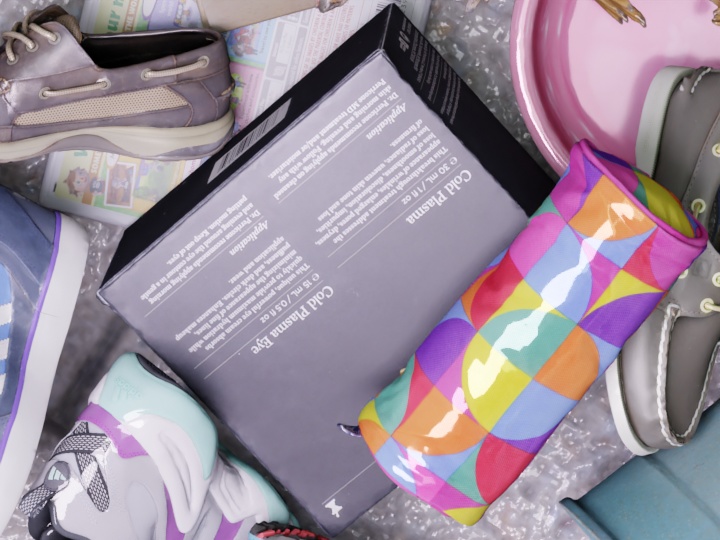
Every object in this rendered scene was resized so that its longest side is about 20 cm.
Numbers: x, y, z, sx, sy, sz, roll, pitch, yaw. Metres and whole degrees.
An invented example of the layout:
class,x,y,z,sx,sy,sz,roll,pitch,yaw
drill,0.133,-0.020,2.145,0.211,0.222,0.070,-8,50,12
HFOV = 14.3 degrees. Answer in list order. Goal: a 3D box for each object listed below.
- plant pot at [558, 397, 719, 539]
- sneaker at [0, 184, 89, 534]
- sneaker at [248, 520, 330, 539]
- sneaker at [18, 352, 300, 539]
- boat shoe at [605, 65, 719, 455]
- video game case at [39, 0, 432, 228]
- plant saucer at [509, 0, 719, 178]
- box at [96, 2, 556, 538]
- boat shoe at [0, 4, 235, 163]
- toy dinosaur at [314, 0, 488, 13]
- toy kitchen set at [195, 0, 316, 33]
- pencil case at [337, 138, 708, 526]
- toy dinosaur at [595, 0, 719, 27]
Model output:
class,x,y,z,sx,sy,sz,roll,pitch,yaw
plant pot,0.241,0.126,1.485,0.196,0.200,0.200,-43,93,0
sneaker,-0.231,0.041,1.451,0.146,0.081,0.200,20,77,-18
sneaker,0.007,0.203,1.530,0.200,0.079,0.096,25,87,-28
sneaker,-0.119,0.139,1.503,0.140,0.200,0.078,-48,52,-9
boat shoe,0.169,-0.006,1.450,0.060,0.072,0.202,2,77,32
video game case,-0.064,-0.110,1.553,0.182,0.022,0.200,14,98,1
plant saucer,0.179,-0.119,1.523,0.200,0.051,0.201,0,96,4
box,0.000,0.000,1.497,0.200,0.104,0.182,-39,102,15
boat shoe,-0.161,-0.102,1.490,0.200,0.075,0.073,-2,115,-22
toy dinosaur,0.064,-0.186,1.441,0.200,0.136,0.086,-12,106,4
toy kitchen set,-0.083,-0.199,1.442,0.200,0.180,0.164,-15,96,4
pencil case,0.079,0.031,1.405,0.088,0.088,0.200,41,106,-2
toy dinosaur,0.153,-0.182,1.471,0.200,0.060,0.106,39,90,17
